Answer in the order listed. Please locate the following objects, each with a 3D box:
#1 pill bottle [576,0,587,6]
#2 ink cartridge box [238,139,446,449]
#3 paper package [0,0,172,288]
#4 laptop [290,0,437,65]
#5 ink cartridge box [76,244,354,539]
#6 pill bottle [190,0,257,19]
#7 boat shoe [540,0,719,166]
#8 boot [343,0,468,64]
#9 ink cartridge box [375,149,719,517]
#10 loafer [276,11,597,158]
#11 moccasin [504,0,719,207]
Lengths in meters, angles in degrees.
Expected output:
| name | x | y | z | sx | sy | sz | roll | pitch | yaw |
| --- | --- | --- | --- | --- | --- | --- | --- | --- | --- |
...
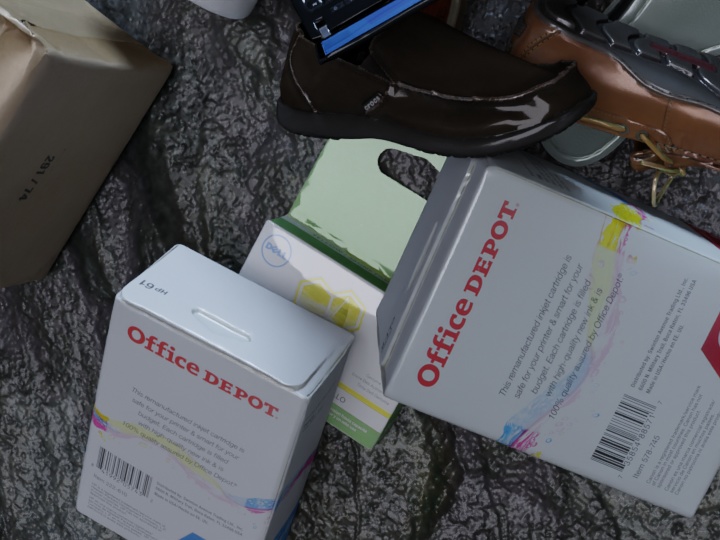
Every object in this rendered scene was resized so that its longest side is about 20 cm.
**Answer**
| name | x | y | z | sx | sy | sz | roll | pitch | yaw |
| --- | --- | --- | --- | --- | --- | --- | --- | --- | --- |
| pill bottle | 0.174 | -0.255 | 0.700 | 0.200 | 0.112 | 0.112 | -43 | 85 | 15 |
| ink cartridge box | 0.000 | 0.000 | 0.819 | 0.145 | 0.048 | 0.201 | 32 | 107 | 10 |
| paper package | -0.247 | -0.090 | 0.798 | 0.103 | 0.190 | 0.201 | 38 | 105 | 10 |
| laptop | 0.027 | -0.206 | 0.628 | 0.176 | 0.103 | 0.201 | -28 | 68 | 4 |
| ink cartridge box | -0.103 | 0.105 | 0.808 | 0.144 | 0.085 | 0.201 | 27 | 126 | 11 |
| pill bottle | -0.075 | -0.277 | 0.765 | 0.114 | 0.114 | 0.201 | 34 | 105 | 8 |
| boat shoe | 0.186 | -0.151 | 0.739 | 0.200 | 0.060 | 0.076 | -38 | 106 | 15 |
| boot | 0.032 | -0.222 | 0.731 | 0.075 | 0.107 | 0.202 | 18 | 110 | 27 |
| ink cartridge box | 0.124 | 0.024 | 0.709 | 0.199 | 0.145 | 0.146 | 23 | 104 | -8 |
| loafer | 0.034 | -0.110 | 0.665 | 0.198 | 0.073 | 0.072 | 6 | 117 | 27 |
| moccasin | 0.176 | -0.088 | 0.692 | 0.200 | 0.074 | 0.078 | 20 | 127 | -6 |
